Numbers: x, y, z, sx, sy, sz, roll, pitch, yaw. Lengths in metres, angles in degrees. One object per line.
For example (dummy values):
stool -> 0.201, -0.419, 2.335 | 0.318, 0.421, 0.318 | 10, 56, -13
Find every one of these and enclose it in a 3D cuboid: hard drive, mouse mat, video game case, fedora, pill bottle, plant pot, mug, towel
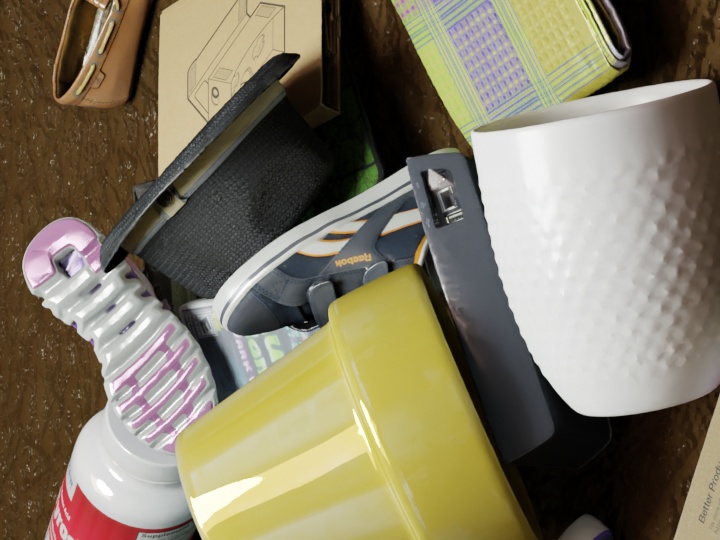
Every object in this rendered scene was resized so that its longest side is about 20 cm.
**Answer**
hard drive -> 0.097, 0.024, 1.406 | 0.042, 0.135, 0.201 | -24, 74, 23
mouse mat -> -0.052, -0.084, 1.608 | 0.161, 0.007, 0.201 | -45, 42, 30
video game case -> -0.047, 0.110, 1.623 | 0.181, 0.023, 0.201 | -9, 101, 52
fedora -> -0.086, -0.052, 1.532 | 0.092, 0.201, 0.201 | 43, 134, -4
pill bottle -> -0.177, 0.175, 1.746 | 0.113, 0.112, 0.201 | 59, 145, 30
plant pot -> -0.006, 0.124, 1.414 | 0.188, 0.201, 0.202 | -25, 67, 5
mug -> 0.148, -0.013, 1.341 | 0.200, 0.147, 0.177 | -150, 48, -80
towel -> 0.093, -0.161, 1.423 | 0.144, 0.023, 0.200 | 63, 151, 3

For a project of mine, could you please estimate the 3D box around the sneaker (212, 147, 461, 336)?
sneaker -> 0.000, 0.000, 1.493 | 0.199, 0.078, 0.080 | -31, 69, 0

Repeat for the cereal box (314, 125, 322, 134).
cereal box -> -0.057, -0.010, 1.664 | 0.143, 0.039, 0.202 | -2, 91, 51

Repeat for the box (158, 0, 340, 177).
box -> -0.084, -0.155, 1.656 | 0.199, 0.021, 0.165 | -25, 57, 44

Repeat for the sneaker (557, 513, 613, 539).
sneaker -> 0.155, 0.273, 1.406 | 0.146, 0.081, 0.201 | 27, 94, 21

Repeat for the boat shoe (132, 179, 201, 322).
boat shoe -> -0.156, 0.022, 1.750 | 0.072, 0.066, 0.202 | -120, 33, -67

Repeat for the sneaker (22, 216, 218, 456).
sneaker -> -0.167, 0.048, 1.673 | 0.080, 0.088, 0.201 | -38, 79, 5

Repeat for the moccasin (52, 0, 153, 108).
moccasin -> -0.212, -0.230, 1.813 | 0.074, 0.077, 0.202 | 41, 123, 42

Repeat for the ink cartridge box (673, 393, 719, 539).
ink cartridge box -> 0.261, 0.151, 1.246 | 0.165, 0.075, 0.201 | 38, 121, 45
